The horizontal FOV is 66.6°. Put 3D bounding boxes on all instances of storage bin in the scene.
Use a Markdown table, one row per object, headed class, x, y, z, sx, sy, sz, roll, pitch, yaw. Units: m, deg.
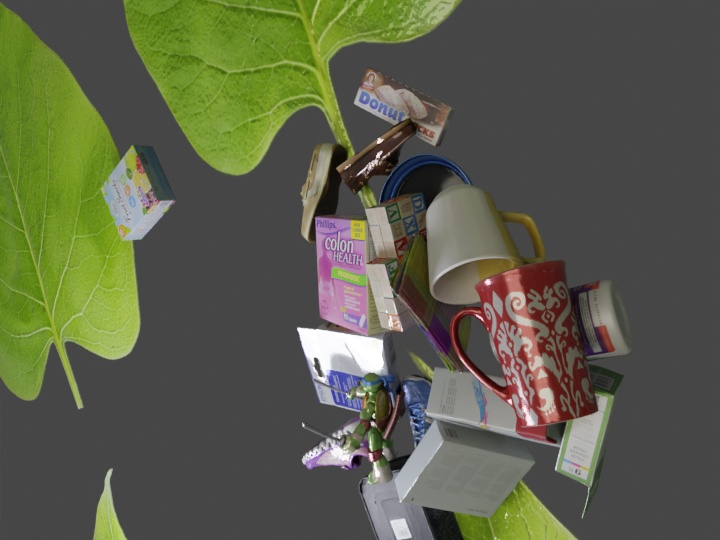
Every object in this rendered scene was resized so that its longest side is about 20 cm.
| class | x | y | z | sx | sy | sz | roll | pitch | yaw |
| --- | --- | --- | --- | --- | --- | --- | --- | --- | --- |
| storage bin | 0.098 | 0.476 | 1.064 | 0.134 | 0.093 | 0.204 | -26 | 81 | 33 |

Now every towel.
| class | x | y | z | sx | sy | sz | roll | pitch | yaw |
| --- | --- | --- | --- | --- | --- | --- | --- | --- | --- |
| towel | 0.120 | 0.051 | 0.885 | 0.022 | 0.145 | 0.201 | -19 | 120 | 35 |

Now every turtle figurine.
| class | x | y | z | sx | sy | sz | roll | pitch | yaw |
| --- | --- | --- | --- | --- | --- | --- | --- | --- | --- |
| turtle figurine | -0.008 | 0.288 | 1.018 | 0.144 | 0.196 | 0.198 | 27 | 136 | 67 |

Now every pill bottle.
| class | x | y | z | sx | sy | sz | roll | pitch | yaw |
| --- | --- | --- | --- | --- | --- | --- | --- | --- | --- |
| pill bottle | 0.309 | 0.092 | 0.861 | 0.197 | 0.111 | 0.114 | -18 | 86 | 33 |

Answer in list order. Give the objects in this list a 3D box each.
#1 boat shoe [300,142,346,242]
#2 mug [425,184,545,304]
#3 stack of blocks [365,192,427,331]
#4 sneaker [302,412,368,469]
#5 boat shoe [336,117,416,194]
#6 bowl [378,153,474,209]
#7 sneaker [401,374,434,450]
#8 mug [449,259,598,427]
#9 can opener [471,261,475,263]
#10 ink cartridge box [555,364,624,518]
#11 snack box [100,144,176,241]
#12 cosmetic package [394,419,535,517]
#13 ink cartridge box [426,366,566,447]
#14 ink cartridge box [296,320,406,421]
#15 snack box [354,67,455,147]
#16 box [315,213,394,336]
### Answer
| class | x | y | z | sx | sy | sz | roll | pitch | yaw |
| --- | --- | --- | --- | --- | --- | --- | --- | --- | --- |
| boat shoe | -0.085 | -0.161 | 1.123 | 0.065 | 0.073 | 0.205 | 22 | 98 | 32 |
| mug | 0.182 | -0.044 | 0.878 | 0.149 | 0.184 | 0.156 | -35 | 51 | 39 |
| stack of blocks | 0.070 | -0.016 | 0.927 | 0.058 | 0.114 | 0.205 | 4 | 113 | 55 |
| sneaker | -0.042 | 0.385 | 1.160 | 0.199 | 0.080 | 0.089 | -39 | 83 | 30 |
| boat shoe | 0.037 | -0.211 | 1.028 | 0.198 | 0.070 | 0.071 | -27 | 98 | 47 |
| bowl | 0.125 | -0.108 | 1.002 | 0.197 | 0.039 | 0.206 | 5 | 99 | 33 |
| sneaker | 0.130 | 0.292 | 1.028 | 0.075 | 0.076 | 0.203 | -36 | 75 | 33 |
| mug | 0.235 | 0.110 | 0.777 | 0.176 | 0.131 | 0.205 | -29 | 70 | 48 |
| can opener | 0.163 | 0.018 | 0.986 | 0.197 | 0.066 | 0.054 | -17 | 92 | 42 |
| ink cartridge box | 0.353 | 0.262 | 0.857 | 0.058 | 0.103 | 0.205 | 15 | 105 | 31 |
| snack box | -0.595 | -0.203 | 1.458 | 0.199 | 0.067 | 0.171 | -36 | 77 | 34 |
| cosmetic package | 0.178 | 0.345 | 0.941 | 0.153 | 0.196 | 0.052 | -62 | 24 | 21 |
| ink cartridge box | 0.227 | 0.224 | 0.903 | 0.196 | 0.145 | 0.085 | 4 | 73 | 33 |
| ink cartridge box | -0.016 | 0.195 | 1.093 | 0.196 | 0.047 | 0.202 | 7 | 123 | 33 |
| snack box | 0.078 | -0.305 | 1.017 | 0.198 | 0.024 | 0.073 | 35 | 115 | 25 |
| box | 0.000 | 0.000 | 1.027 | 0.174 | 0.095 | 0.206 | 12 | 106 | 55 |
